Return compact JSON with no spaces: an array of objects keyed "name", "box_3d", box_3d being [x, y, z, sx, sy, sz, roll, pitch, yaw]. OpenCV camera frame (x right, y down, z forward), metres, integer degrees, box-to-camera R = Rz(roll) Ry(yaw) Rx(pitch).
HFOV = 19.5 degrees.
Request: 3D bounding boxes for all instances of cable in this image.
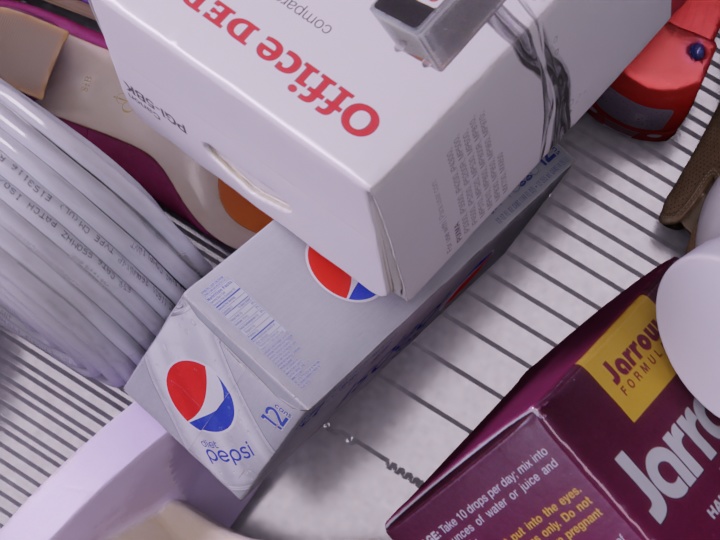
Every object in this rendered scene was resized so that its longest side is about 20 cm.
[{"name":"cable","box_3d":[-0.151,-0.031,0.826,0.200,0.200,0.069,35,80,9]}]

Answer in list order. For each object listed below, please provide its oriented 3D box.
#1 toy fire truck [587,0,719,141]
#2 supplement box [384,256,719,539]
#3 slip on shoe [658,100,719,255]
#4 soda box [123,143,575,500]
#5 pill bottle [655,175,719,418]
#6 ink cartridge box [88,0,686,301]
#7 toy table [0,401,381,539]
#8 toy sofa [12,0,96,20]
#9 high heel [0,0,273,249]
[{"name":"toy fire truck","box_3d":[0.148,-0.156,0.845,0.049,0.141,0.201,23,85,3]},{"name":"supplement box","box_3d":[0.130,0.118,0.797,0.200,0.131,0.103,48,133,1]},{"name":"slip on shoe","box_3d":[0.153,-0.026,0.870,0.060,0.076,0.201,3,90,17]},{"name":"soda box","box_3d":[0.000,0.000,0.817,0.063,0.068,0.200,42,47,7]},{"name":"pill bottle","box_3d":[0.202,-0.015,0.782,0.200,0.111,0.111,-29,80,-32]},{"name":"ink cartridge box","box_3d":[0.022,-0.112,0.761,0.147,0.083,0.200,36,73,24]},{"name":"toy table","box_3d":[-0.073,0.142,0.820,0.117,0.184,0.200,45,106,24]},{"name":"toy sofa","box_3d":[-0.056,-0.134,0.876,0.199,0.098,0.083,22,72,6]},{"name":"high heel","box_3d":[-0.088,-0.058,0.911,0.199,0.096,0.068,22,88,-14]}]
